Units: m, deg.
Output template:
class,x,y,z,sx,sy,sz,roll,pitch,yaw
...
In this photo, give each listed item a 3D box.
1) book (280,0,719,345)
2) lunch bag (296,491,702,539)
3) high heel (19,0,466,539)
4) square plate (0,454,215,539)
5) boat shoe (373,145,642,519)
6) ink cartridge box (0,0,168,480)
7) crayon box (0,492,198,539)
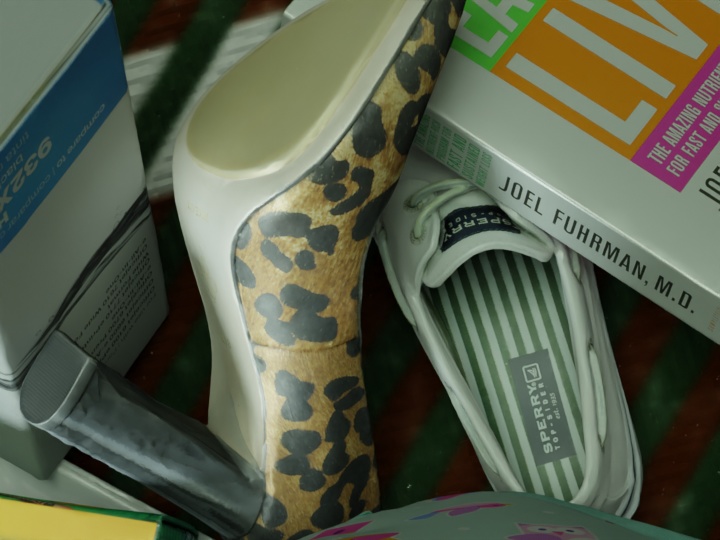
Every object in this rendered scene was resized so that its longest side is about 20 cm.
class,x,y,z,sx,sy,sz,roll,pitch,yaw
book,0.091,-0.065,0.894,0.200,0.048,0.134,33,61,12
lunch bag,0.022,0.132,0.783,0.200,0.170,0.122,23,118,44
high heel,0.000,0.000,0.875,0.200,0.142,0.071,-51,38,8
square plate,-0.086,0.182,0.910,0.198,0.028,0.200,25,84,13
boat shoe,0.045,-0.006,0.903,0.073,0.067,0.200,-26,75,4
ink cartridge box,-0.148,-0.034,0.867,0.145,0.200,0.084,28,67,15
crayon box,-0.130,0.170,0.875,0.119,0.058,0.200,8,80,11
